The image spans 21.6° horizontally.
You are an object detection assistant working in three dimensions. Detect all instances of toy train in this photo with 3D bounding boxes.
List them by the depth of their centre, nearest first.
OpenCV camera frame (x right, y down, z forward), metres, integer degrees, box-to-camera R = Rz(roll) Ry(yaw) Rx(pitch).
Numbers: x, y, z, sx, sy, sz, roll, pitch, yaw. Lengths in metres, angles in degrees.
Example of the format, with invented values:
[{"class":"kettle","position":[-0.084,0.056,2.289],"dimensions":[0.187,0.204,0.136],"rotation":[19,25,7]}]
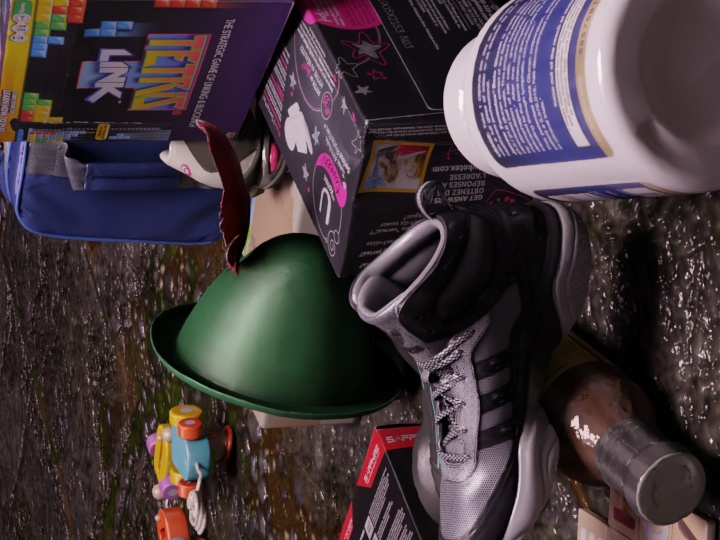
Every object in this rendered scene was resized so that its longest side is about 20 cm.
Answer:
[{"class":"toy train","position":[-0.150,0.205,1.718],"dimensions":[0.200,0.055,0.151],"rotation":[125,136,-61]}]

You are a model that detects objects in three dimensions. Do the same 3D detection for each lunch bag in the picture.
[{"class":"lunch bag","position":[-0.182,-0.099,1.387],"dimensions":[0.132,0.198,0.137],"rotation":[44,127,55]}]

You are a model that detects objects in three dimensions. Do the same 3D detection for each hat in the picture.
[{"class":"hat","position":[-0.036,-0.019,1.158],"dimensions":[0.200,0.164,0.177],"rotation":[-107,27,-70]}]

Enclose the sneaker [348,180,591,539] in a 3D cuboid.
[{"class":"sneaker","position":[0.045,0.054,0.969],"dimensions":[0.075,0.113,0.202],"rotation":[9,85,61]}]

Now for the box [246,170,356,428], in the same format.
[{"class":"box","position":[-0.035,0.006,1.369],"dimensions":[0.095,0.077,0.201],"rotation":[-123,37,-53]}]

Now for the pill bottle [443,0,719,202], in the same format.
[{"class":"pill bottle","position":[0.118,-0.091,0.932],"dimensions":[0.200,0.110,0.112],"rotation":[180,88,-68]}]

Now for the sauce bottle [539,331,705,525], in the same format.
[{"class":"sauce bottle","position":[0.116,0.075,1.015],"dimensions":[0.200,0.064,0.065],"rotation":[-136,48,-62]}]

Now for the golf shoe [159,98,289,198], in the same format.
[{"class":"golf shoe","position":[-0.092,-0.150,1.309],"dimensions":[0.077,0.087,0.202],"rotation":[-39,47,52]}]

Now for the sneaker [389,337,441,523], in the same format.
[{"class":"sneaker","position":[0.066,0.056,1.151],"dimensions":[0.079,0.075,0.202],"rotation":[-17,85,58]}]

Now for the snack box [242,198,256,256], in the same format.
[{"class":"snack box","position":[-0.062,-0.123,1.438],"dimensions":[0.169,0.067,0.201],"rotation":[-120,34,-48]}]

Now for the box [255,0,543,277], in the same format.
[{"class":"box","position":[0.024,-0.103,1.139],"dimensions":[0.201,0.131,0.115],"rotation":[-115,28,-45]}]

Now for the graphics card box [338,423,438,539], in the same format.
[{"class":"graphics card box","position":[0.046,0.213,1.225],"dimensions":[0.201,0.050,0.126],"rotation":[-113,30,-44]}]

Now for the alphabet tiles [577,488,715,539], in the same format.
[{"class":"alphabet tiles","position":[0.155,0.215,1.010],"dimensions":[0.167,0.007,0.202],"rotation":[-154,63,-66]}]

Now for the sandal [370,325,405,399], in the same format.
[{"class":"sandal","position":[0.000,0.001,1.266],"dimensions":[0.076,0.042,0.202],"rotation":[-112,15,-65]}]

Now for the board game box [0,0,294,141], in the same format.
[{"class":"board game box","position":[-0.140,-0.141,1.155],"dimensions":[0.200,0.164,0.057],"rotation":[123,144,-66]}]
